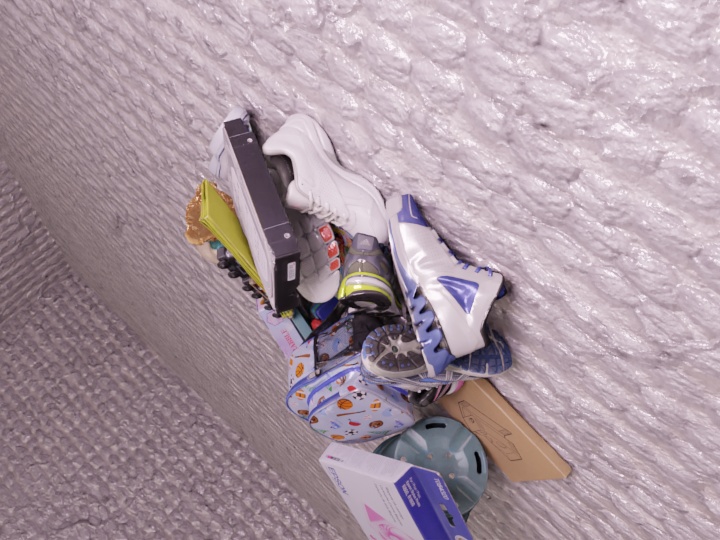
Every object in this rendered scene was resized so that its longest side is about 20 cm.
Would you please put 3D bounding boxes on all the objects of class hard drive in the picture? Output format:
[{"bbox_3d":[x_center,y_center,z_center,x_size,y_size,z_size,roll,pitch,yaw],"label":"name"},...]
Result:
[{"bbox_3d":[-0.122,-0.066,0.823,0.140,0.037,0.202,103,148,-61],"label":"hard drive"}]

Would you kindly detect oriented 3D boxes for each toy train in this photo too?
[{"bbox_3d":[-0.012,0.126,1.123,0.201,0.084,0.115,54,165,-14],"label":"toy train"},{"bbox_3d":[-0.142,0.019,0.973,0.200,0.045,0.035,53,-155,-55],"label":"toy train"}]

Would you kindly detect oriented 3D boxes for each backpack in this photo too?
[{"bbox_3d":[-0.012,0.164,0.978,0.189,0.156,0.199,-25,130,35],"label":"backpack"}]

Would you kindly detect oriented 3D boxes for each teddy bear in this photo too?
[{"bbox_3d":[-0.155,-0.067,0.987,0.067,0.196,0.148,-63,-34,-73],"label":"teddy bear"}]

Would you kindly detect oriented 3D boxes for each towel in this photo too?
[{"bbox_3d":[-0.150,-0.025,0.888,0.201,0.018,0.087,55,-169,-39],"label":"towel"}]

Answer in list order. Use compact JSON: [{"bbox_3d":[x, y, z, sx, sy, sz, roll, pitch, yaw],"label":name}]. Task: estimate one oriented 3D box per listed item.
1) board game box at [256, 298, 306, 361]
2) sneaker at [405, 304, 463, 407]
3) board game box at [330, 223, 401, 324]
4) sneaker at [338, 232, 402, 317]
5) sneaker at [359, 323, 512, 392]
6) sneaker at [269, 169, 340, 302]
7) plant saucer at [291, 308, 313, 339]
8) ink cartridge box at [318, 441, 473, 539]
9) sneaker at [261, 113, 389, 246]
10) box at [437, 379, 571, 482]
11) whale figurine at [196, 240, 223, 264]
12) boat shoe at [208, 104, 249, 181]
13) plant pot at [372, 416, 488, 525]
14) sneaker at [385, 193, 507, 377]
[{"bbox_3d":[-0.125,0.089,1.186,0.201,0.041,0.201,62,-179,-29],"label":"board game box"},{"bbox_3d":[0.086,0.098,0.882,0.080,0.086,0.203,15,128,46],"label":"sneaker"},{"bbox_3d":[0.000,0.000,0.963,0.134,0.034,0.201,42,155,13],"label":"board game box"},{"bbox_3d":[0.018,0.011,0.819,0.072,0.083,0.200,4,169,4],"label":"sneaker"},{"bbox_3d":[0.088,0.107,0.821,0.086,0.196,0.078,118,151,-53],"label":"sneaker"},{"bbox_3d":[-0.070,-0.058,0.901,0.082,0.076,0.203,-12,-95,-80],"label":"sneaker"},{"bbox_3d":[-0.078,0.108,1.146,0.070,0.019,0.200,54,178,20],"label":"plant saucer"},{"bbox_3d":[0.056,0.340,0.952,0.198,0.043,0.198,3,129,44],"label":"ink cartridge box"},{"bbox_3d":[-0.049,-0.090,0.825,0.200,0.099,0.078,46,146,2],"label":"sneaker"},{"bbox_3d":[0.197,0.231,0.995,0.200,0.021,0.164,46,156,3],"label":"box"},{"bbox_3d":[-0.175,-0.052,1.086,0.198,0.158,0.106,23,106,35],"label":"whale figurine"},{"bbox_3d":[-0.173,-0.174,0.969,0.066,0.074,0.200,34,167,-8],"label":"boat shoe"},{"bbox_3d":[0.109,0.336,1.081,0.200,0.200,0.197,41,154,13],"label":"plant pot"},{"bbox_3d":[0.101,0.008,0.759,0.081,0.113,0.203,72,-178,-75],"label":"sneaker"}]
